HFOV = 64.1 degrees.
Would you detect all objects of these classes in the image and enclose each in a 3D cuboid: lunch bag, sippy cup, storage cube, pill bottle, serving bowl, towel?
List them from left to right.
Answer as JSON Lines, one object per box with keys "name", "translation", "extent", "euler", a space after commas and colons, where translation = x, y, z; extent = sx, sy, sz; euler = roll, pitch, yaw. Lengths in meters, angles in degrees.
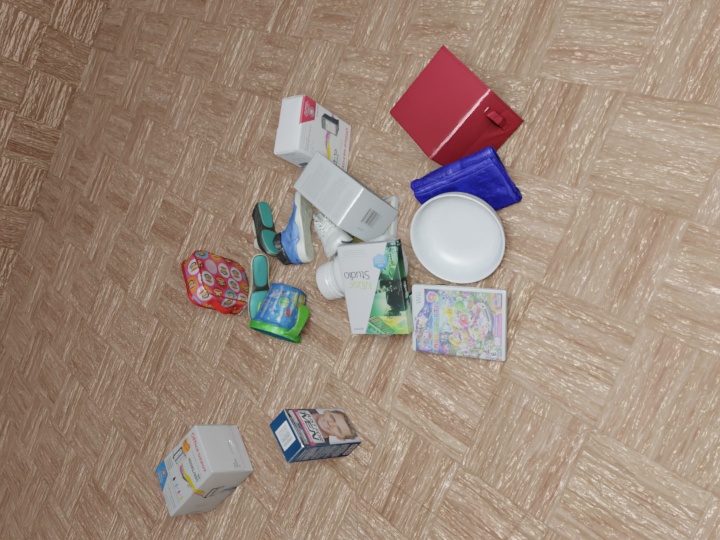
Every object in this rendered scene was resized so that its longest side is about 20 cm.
{"name": "lunch bag", "translation": [-0.391, 0.045, 1.598], "extent": [0.082, 0.200, 0.177], "euler": [-36, 59, 21]}
{"name": "sippy cup", "translation": [-0.203, 0.106, 1.488], "extent": [0.177, 0.140, 0.131], "euler": [14, 77, 15]}
{"name": "pill bottle", "translation": [0.000, 0.000, 1.327], "extent": [0.199, 0.114, 0.115], "euler": [-20, 68, 32]}
{"name": "storage cube", "translation": [0.204, -0.332, 1.238], "extent": [0.180, 0.170, 0.200], "euler": [-48, 55, 20]}
{"name": "serving bowl", "translation": [0.208, -0.076, 1.203], "extent": [0.199, 0.066, 0.201], "euler": [13, 122, 21]}
{"name": "towel", "translation": [0.218, -0.162, 1.205], "extent": [0.199, 0.148, 0.050], "euler": [-19, 37, 34]}

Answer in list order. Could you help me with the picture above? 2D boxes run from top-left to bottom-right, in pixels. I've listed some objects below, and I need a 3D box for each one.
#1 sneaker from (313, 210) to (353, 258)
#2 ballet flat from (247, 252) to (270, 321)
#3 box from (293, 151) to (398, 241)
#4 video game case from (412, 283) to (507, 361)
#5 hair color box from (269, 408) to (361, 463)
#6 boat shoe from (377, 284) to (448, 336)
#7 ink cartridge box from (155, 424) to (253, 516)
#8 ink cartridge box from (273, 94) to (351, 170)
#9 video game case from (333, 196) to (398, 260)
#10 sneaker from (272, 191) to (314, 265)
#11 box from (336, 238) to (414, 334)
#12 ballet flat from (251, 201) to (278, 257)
{"name": "sneaker", "translation": [-0.077, -0.090, 1.372], "extent": [0.074, 0.087, 0.200], "euler": [-37, 21, -5]}
{"name": "ballet flat", "translation": [-0.281, 0.049, 1.597], "extent": [0.069, 0.069, 0.202], "euler": [8, 95, 39]}
{"name": "box", "translation": [-0.036, -0.169, 1.368], "extent": [0.107, 0.152, 0.200], "euler": [-54, 51, 9]}
{"name": "video game case", "translation": [0.201, 0.105, 1.186], "extent": [0.199, 0.018, 0.144], "euler": [3, 99, 28]}
{"name": "hair color box", "translation": [-0.098, 0.365, 1.290], "extent": [0.061, 0.199, 0.100], "euler": [-48, 55, 19]}
{"name": "boat shoe", "translation": [0.113, 0.076, 1.279], "extent": [0.199, 0.076, 0.060], "euler": [-24, 24, 16]}
{"name": "ink cartridge box", "translation": [-0.416, 0.529, 1.537], "extent": [0.200, 0.144, 0.148], "euler": [-47, 55, 19]}
{"name": "ink cartridge box", "translation": [-0.117, -0.336, 1.471], "extent": [0.085, 0.199, 0.149], "euler": [-2, 79, 37]}
{"name": "video game case", "translation": [0.010, -0.076, 1.424], "extent": [0.181, 0.023, 0.202], "euler": [-3, 77, 37]}
{"name": "sneaker", "translation": [-0.188, -0.113, 1.550], "extent": [0.110, 0.077, 0.202], "euler": [-10, 80, 24]}
{"name": "box", "translation": [0.032, 0.038, 1.231], "extent": [0.143, 0.036, 0.202], "euler": [-4, 102, 31]}
{"name": "ballet flat", "translation": [-0.271, -0.104, 1.629], "extent": [0.068, 0.068, 0.201], "euler": [-43, 46, 34]}
